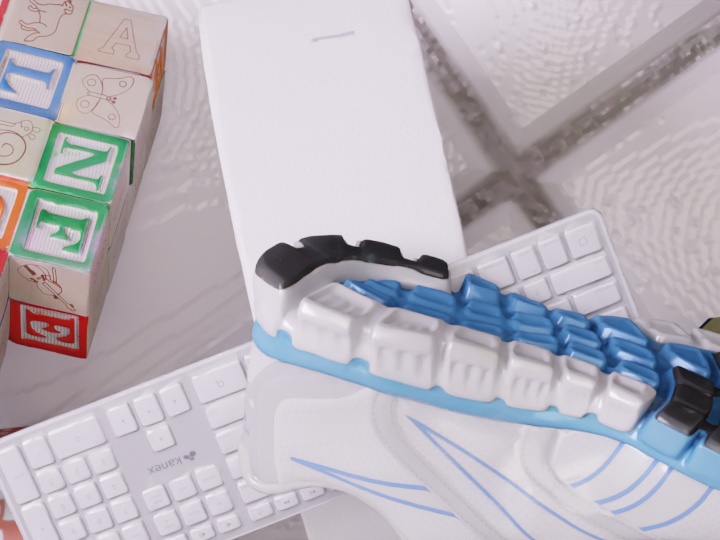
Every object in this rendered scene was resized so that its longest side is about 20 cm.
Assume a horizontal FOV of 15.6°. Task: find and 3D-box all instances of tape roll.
[{"bbox_3d":[0.000,0.000,0.887,0.070,0.202,0.204,-12,89,1],"label":"tape roll"}]

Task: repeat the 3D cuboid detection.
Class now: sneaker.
[{"bbox_3d":[0.057,0.057,0.764,0.199,0.075,0.087,17,113,2],"label":"sneaker"}]

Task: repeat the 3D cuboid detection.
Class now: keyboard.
[{"bbox_3d":[-0.012,0.042,0.790,0.199,0.011,0.057,-21,112,4],"label":"keyboard"}]

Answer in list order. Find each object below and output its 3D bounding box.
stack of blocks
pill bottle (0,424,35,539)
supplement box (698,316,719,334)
[{"bbox_3d":[-0.145,-0.009,0.909,0.114,0.059,0.201,13,54,1],"label":"stack of blocks"},{"bbox_3d":[-0.148,0.115,0.931,0.198,0.112,0.113,-7,89,0],"label":"pill bottle"},{"bbox_3d":[0.153,0.130,0.883,0.200,0.200,0.134,44,89,1],"label":"supplement box"}]
